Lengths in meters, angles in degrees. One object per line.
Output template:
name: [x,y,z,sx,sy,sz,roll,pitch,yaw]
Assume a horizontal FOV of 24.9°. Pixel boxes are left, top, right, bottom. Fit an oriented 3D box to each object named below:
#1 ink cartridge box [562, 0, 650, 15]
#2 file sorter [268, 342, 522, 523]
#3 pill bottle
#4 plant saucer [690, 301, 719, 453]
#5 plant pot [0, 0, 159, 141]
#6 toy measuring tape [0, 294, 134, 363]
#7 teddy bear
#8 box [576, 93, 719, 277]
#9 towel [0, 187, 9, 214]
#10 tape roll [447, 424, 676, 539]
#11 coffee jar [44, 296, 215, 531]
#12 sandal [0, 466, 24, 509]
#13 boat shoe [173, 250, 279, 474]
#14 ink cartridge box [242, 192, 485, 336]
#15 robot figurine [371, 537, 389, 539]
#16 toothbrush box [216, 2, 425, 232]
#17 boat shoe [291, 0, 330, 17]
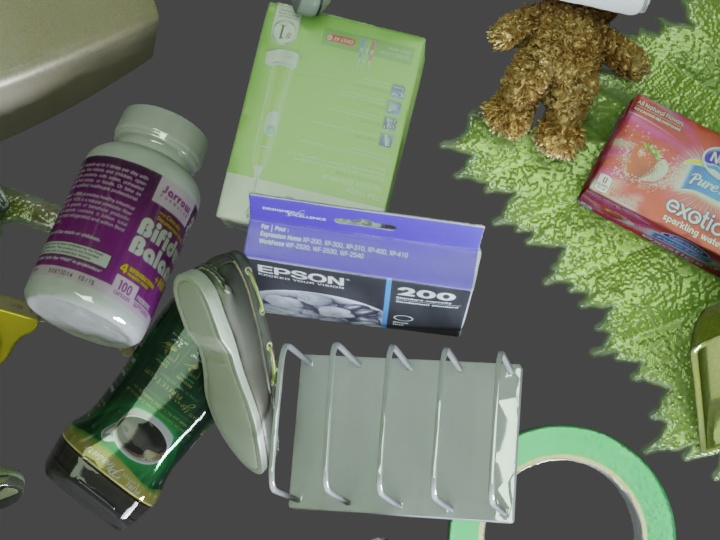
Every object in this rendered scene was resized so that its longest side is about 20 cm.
ink cartridge box: [0.202,-0.338,1.443,0.146,0.083,0.200,12,58,1]
file sorter: [0.029,0.135,1.393,0.200,0.125,0.139,2,77,12]
pill bottle: [-0.208,-0.042,1.437,0.112,0.112,0.200,20,70,3]
plant saucer: [0.371,0.059,1.409,0.200,0.200,0.048,-24,56,-1]
plant pot: [-0.282,-0.243,1.437,0.177,0.200,0.200,-17,85,-13]
toy measuring tape: [-0.308,0.066,1.470,0.200,0.074,0.074,17,85,-12]
teddy bear: [0.185,-0.198,1.472,0.145,0.067,0.200,39,88,13]
box: [0.305,-0.064,1.449,0.200,0.095,0.100,28,85,3]
towel: [-0.420,-0.087,1.450,0.166,0.086,0.200,-32,84,18]
tape roll: [0.178,0.237,1.451,0.200,0.048,0.201,0,85,2]
coffee jar: [-0.185,0.128,1.444,0.104,0.085,0.200,40,86,-11]
sandal: [-0.402,0.190,1.457,0.201,0.080,0.057,-6,68,-6]
boat shoe: [-0.099,0.079,1.376,0.060,0.072,0.202,-33,122,-32]
ink cartridge box: [0.000,0.000,1.397,0.198,0.200,0.043,8,70,2]
robot figurine: [-0.026,0.324,1.413,0.170,0.113,0.200,39,87,14]
toothbrush box: [-0.033,-0.122,1.465,0.146,0.086,0.200,13,85,3]
boat shoe: [-0.010,-0.297,1.461,0.086,0.075,0.202,14,48,-9]
